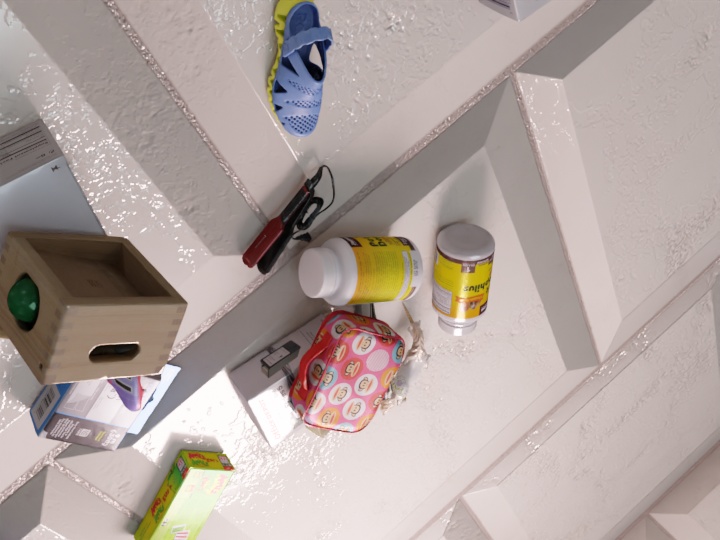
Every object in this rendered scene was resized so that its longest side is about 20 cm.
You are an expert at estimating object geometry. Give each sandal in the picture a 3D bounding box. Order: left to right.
[{"bbox_3d":[-0.079,-0.274,1.118,0.079,0.087,0.202,-20,133,-27],"label":"sandal"}]

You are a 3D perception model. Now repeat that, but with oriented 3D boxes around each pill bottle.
[{"bbox_3d":[0.000,0.000,1.349,0.198,0.109,0.111,-3,122,-36],"label":"pill bottle"},{"bbox_3d":[0.191,0.021,1.523,0.108,0.109,0.202,-19,130,-26],"label":"pill bottle"}]

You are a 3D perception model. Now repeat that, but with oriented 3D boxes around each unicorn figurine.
[{"bbox_3d":[0.094,0.185,1.574,0.138,0.073,0.203,74,31,-71],"label":"unicorn figurine"}]

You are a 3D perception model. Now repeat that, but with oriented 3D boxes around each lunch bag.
[{"bbox_3d":[-0.032,0.171,1.357,0.175,0.082,0.202,16,106,-39],"label":"lunch bag"}]

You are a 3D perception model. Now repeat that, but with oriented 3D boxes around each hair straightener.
[{"bbox_3d":[-0.104,-0.078,1.283,0.201,0.041,0.077,-55,140,2],"label":"hair straightener"}]

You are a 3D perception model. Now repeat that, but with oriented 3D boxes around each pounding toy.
[{"bbox_3d":[-0.346,0.050,0.933,0.198,0.184,0.144,1,120,-49],"label":"pounding toy"}]

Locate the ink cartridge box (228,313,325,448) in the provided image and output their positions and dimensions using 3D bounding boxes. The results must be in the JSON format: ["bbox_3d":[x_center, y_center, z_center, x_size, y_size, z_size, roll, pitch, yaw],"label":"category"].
[{"bbox_3d":[-0.114,0.196,1.431,0.199,0.084,0.147,-33,134,-15],"label":"ink cartridge box"}]

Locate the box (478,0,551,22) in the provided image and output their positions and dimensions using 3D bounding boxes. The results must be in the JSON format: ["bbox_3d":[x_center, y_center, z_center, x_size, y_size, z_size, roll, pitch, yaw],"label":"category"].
[{"bbox_3d":[0.263,-0.511,1.195,0.199,0.105,0.185,-34,135,-11],"label":"box"}]

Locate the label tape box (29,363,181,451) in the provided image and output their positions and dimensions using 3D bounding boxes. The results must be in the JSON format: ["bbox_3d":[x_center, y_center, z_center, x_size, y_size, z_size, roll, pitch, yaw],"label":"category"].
[{"bbox_3d":[-0.379,0.199,1.244,0.199,0.063,0.145,26,103,-45],"label":"label tape box"}]

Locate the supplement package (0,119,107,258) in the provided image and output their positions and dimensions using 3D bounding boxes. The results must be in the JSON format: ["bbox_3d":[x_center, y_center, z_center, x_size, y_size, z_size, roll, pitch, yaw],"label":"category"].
[{"bbox_3d":[-0.409,-0.051,1.005,0.155,0.111,0.202,-31,134,-16],"label":"supplement package"}]

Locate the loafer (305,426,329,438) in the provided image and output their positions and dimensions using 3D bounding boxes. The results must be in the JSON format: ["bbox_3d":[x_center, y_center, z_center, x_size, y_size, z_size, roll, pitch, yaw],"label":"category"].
[{"bbox_3d":[-0.022,0.244,1.533,0.199,0.076,0.069,-35,95,-2],"label":"loafer"}]

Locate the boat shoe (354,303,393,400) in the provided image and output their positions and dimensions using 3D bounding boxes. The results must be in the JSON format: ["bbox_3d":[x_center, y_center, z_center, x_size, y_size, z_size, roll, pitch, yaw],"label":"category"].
[{"bbox_3d":[0.026,0.140,1.470,0.063,0.071,0.203,-7,101,-11],"label":"boat shoe"}]

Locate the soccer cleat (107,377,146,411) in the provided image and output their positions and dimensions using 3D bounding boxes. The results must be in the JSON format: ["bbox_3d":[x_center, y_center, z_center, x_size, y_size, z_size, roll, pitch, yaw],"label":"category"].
[{"bbox_3d":[-0.357,0.106,1.148,0.075,0.067,0.203,-13,96,-23],"label":"soccer cleat"}]

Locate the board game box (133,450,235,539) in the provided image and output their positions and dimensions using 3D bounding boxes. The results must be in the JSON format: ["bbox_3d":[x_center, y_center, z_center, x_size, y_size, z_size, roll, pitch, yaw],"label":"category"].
[{"bbox_3d":[-0.319,0.422,1.464,0.101,0.048,0.202,17,109,-44],"label":"board game box"}]
